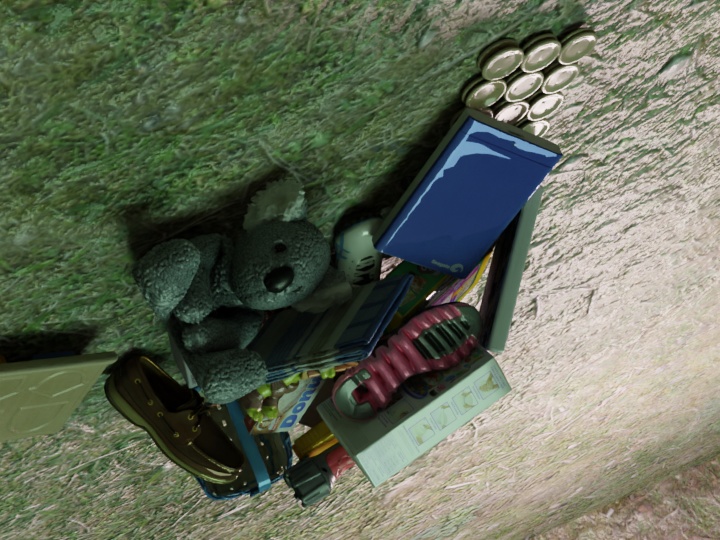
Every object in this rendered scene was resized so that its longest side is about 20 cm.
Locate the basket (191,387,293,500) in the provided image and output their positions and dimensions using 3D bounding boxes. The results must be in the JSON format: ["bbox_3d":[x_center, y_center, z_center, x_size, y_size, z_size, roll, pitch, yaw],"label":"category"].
[{"bbox_3d":[-0.164,0.218,1.751,0.138,0.177,0.200,-18,165,-18],"label":"basket"}]

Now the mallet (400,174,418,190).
[{"bbox_3d":[0.129,-0.111,1.569,0.199,0.041,0.066,-11,171,-24],"label":"mallet"}]

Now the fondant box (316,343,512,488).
[{"bbox_3d":[0.061,0.152,1.589,0.199,0.144,0.058,-35,116,-6],"label":"fondant box"}]

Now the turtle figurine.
[{"bbox_3d":[-0.062,0.105,1.504,0.161,0.065,0.200,-38,-178,11],"label":"turtle figurine"}]

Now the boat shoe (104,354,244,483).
[{"bbox_3d":[-0.217,0.180,1.620,0.068,0.200,0.072,-44,-171,28],"label":"boat shoe"}]

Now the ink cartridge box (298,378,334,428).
[{"bbox_3d":[-0.036,0.134,1.759,0.163,0.050,0.200,-64,162,6],"label":"ink cartridge box"}]

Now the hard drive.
[{"bbox_3d":[0.119,-0.082,1.513,0.131,0.025,0.200,18,126,-28],"label":"hard drive"}]

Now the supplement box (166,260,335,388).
[{"bbox_3d":[-0.126,0.051,1.568,0.199,0.061,0.109,-22,140,-17],"label":"supplement box"}]

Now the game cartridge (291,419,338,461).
[{"bbox_3d":[0.012,0.190,1.768,0.200,0.033,0.176,-38,164,5],"label":"game cartridge"}]

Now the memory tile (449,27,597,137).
[{"bbox_3d":[0.171,-0.193,1.484,0.152,0.017,0.200,-16,154,-25],"label":"memory tile"}]

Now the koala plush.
[{"bbox_3d":[-0.119,0.007,1.400,0.199,0.178,0.184,-32,-165,-6],"label":"koala plush"}]

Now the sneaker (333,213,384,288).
[{"bbox_3d":[0.000,0.000,1.619,0.071,0.073,0.200,-17,153,-20],"label":"sneaker"}]

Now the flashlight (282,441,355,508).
[{"bbox_3d":[0.002,0.232,1.700,0.199,0.068,0.068,-30,164,-15],"label":"flashlight"}]

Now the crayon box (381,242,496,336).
[{"bbox_3d":[0.085,0.019,1.681,0.200,0.058,0.173,-43,164,-26],"label":"crayon box"}]

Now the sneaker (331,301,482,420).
[{"bbox_3d":[0.048,0.094,1.570,0.199,0.079,0.095,-31,-165,-1],"label":"sneaker"}]

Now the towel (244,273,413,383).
[{"bbox_3d":[-0.046,0.069,1.437,0.199,0.024,0.147,-18,-157,32],"label":"towel"}]

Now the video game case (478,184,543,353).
[{"bbox_3d":[0.177,-0.001,1.626,0.023,0.202,0.182,14,178,-1],"label":"video game case"}]

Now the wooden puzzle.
[{"bbox_3d":[-0.396,0.139,1.512,0.184,0.047,0.200,-4,151,-42],"label":"wooden puzzle"}]

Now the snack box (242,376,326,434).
[{"bbox_3d":[-0.070,0.122,1.621,0.072,0.024,0.201,0,134,-42],"label":"snack box"}]
